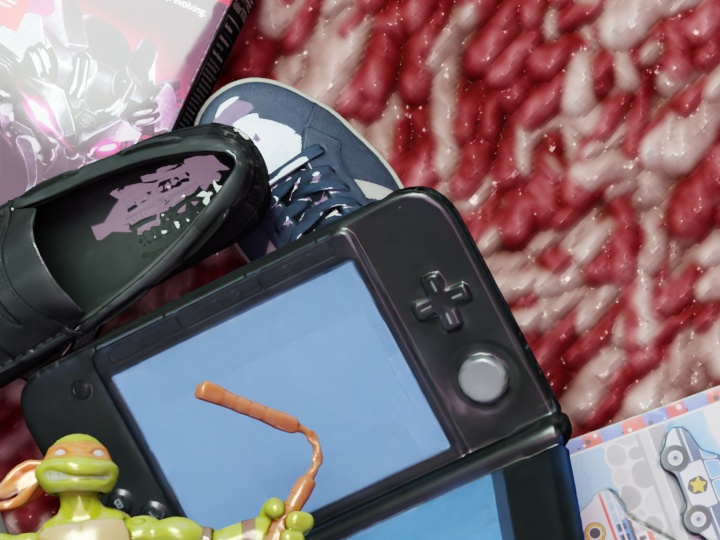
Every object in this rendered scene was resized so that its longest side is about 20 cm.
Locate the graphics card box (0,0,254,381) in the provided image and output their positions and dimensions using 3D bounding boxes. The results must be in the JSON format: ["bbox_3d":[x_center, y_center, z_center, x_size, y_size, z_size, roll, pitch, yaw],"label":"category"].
[{"bbox_3d":[-0.139,-0.062,1.261,0.125,0.051,0.200,25,88,6],"label":"graphics card box"}]

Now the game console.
[{"bbox_3d":[-0.026,0.090,1.140,0.200,0.118,0.171,-26,98,16],"label":"game console"}]

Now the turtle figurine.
[{"bbox_3d":[-0.109,0.130,1.114,0.200,0.064,0.162,-4,78,-10],"label":"turtle figurine"}]

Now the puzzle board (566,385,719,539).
[{"bbox_3d":[0.166,0.147,1.233,0.151,0.017,0.200,-20,82,2],"label":"puzzle board"}]

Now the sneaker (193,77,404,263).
[{"bbox_3d":[0.000,0.000,1.226,0.075,0.085,0.200,-38,83,0],"label":"sneaker"}]

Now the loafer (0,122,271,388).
[{"bbox_3d":[-0.129,-0.002,1.194,0.200,0.070,0.068,-28,84,1],"label":"loafer"}]

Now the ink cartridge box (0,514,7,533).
[{"bbox_3d":[-0.175,0.169,1.192,0.085,0.146,0.200,-18,83,4],"label":"ink cartridge box"}]
